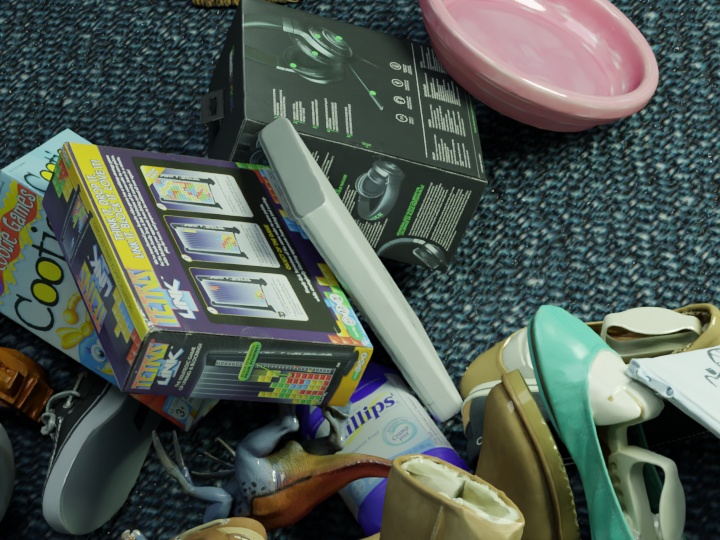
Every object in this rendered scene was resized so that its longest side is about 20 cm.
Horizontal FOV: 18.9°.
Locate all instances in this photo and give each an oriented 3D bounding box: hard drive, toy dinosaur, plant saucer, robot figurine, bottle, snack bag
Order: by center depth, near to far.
[{"bbox_3d":[0.292,0.100,1.355,0.200,0.021,0.188,-7,35,-42],"label":"snack bag"},{"bbox_3d":[-0.083,0.156,1.445,0.200,0.105,0.182,41,110,44],"label":"toy dinosaur"},{"bbox_3d":[0.000,0.000,1.494,0.027,0.200,0.132,-31,33,3],"label":"hard drive"},{"bbox_3d":[0.003,0.108,1.503,0.083,0.065,0.200,-37,46,0],"label":"bottle"},{"bbox_3d":[-0.288,0.037,1.667,0.200,0.058,0.145,22,73,41],"label":"robot figurine"},{"bbox_3d":[0.132,-0.173,1.670,0.200,0.051,0.201,19,35,-14],"label":"plant saucer"}]

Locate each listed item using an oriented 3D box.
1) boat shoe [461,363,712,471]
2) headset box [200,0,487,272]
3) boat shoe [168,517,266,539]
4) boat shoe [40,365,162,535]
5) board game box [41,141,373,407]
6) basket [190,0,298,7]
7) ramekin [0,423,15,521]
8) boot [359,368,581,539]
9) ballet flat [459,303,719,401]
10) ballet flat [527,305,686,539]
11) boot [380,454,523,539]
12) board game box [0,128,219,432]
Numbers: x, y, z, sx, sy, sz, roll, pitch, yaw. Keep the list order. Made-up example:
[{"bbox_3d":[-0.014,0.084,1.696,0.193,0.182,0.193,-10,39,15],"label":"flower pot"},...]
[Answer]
[{"bbox_3d":[0.160,0.105,1.445,0.199,0.075,0.062,-7,48,23],"label":"boat shoe"},{"bbox_3d":[-0.020,-0.105,1.610,0.199,0.093,0.174,13,36,-15],"label":"headset box"},{"bbox_3d":[-0.137,0.222,1.431,0.200,0.076,0.074,-25,23,26],"label":"boat shoe"},{"bbox_3d":[-0.195,0.110,1.571,0.068,0.074,0.200,0,47,25],"label":"boat shoe"},{"bbox_3d":[-0.104,0.002,1.425,0.165,0.057,0.200,5,36,-30],"label":"board game box"},{"bbox_3d":[-0.053,-0.327,1.931,0.142,0.149,0.200,19,50,-7],"label":"basket"},{"bbox_3d":[-0.331,0.152,1.503,0.202,0.203,0.094,-42,60,-19],"label":"ramekin"},{"bbox_3d":[0.036,0.168,1.363,0.199,0.176,0.066,-20,33,-4],"label":"boot"},{"bbox_3d":[0.161,0.053,1.498,0.199,0.063,0.069,-8,46,13],"label":"ballet flat"},{"bbox_3d":[0.167,0.112,1.366,0.070,0.201,0.067,-16,2,38],"label":"ballet flat"},{"bbox_3d":[0.060,0.234,1.270,0.175,0.201,0.066,25,18,36],"label":"boot"},{"bbox_3d":[-0.166,0.005,1.533,0.200,0.103,0.105,32,28,7],"label":"board game box"}]
